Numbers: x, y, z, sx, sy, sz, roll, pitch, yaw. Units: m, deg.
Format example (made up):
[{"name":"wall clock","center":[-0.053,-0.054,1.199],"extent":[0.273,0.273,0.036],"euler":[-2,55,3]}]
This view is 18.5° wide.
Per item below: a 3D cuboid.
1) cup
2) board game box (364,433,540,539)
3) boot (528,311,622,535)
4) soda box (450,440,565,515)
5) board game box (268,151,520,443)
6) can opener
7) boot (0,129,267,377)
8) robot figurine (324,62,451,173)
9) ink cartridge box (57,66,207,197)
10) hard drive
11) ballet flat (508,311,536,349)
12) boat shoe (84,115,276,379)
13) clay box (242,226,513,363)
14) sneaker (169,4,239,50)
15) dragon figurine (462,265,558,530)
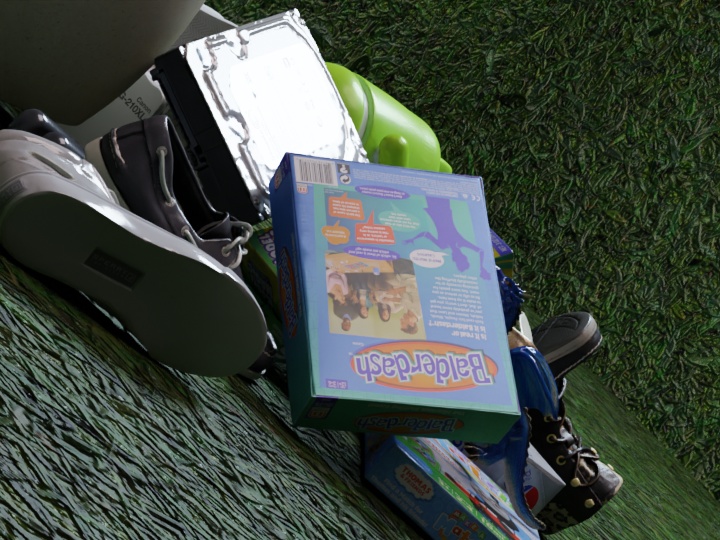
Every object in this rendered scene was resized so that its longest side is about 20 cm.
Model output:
[{"name":"cup","center":[-0.220,-0.188,1.579],"extent":[0.200,0.143,0.200],"euler":[24,8,-3]},{"name":"board game box","center":[0.067,0.165,1.589],"extent":[0.151,0.037,0.200],"euler":[42,5,-5]},{"name":"boot","center":[0.165,0.132,1.861],"extent":[0.151,0.200,0.073],"euler":[48,38,-6]},{"name":"soda box","center":[0.080,0.128,1.784],"extent":[0.063,0.068,0.200],"euler":[38,7,-40]},{"name":"board game box","center":[0.021,0.018,1.522],"extent":[0.152,0.045,0.200],"euler":[7,54,-20]},{"name":"can opener","center":[-0.166,-0.063,1.510],"extent":[0.053,0.067,0.200],"euler":[45,0,30]},{"name":"boot","center":[-0.140,-0.016,1.310],"extent":[0.200,0.074,0.096],"euler":[38,15,-34]},{"name":"robot figurine","center":[-0.011,-0.104,1.891],"extent":[0.175,0.116,0.200],"euler":[26,-4,46]},{"name":"ink cartridge box","center":[-0.174,-0.118,1.778],"extent":[0.145,0.084,0.200],"euler":[46,6,27]},{"name":"hard drive","center":[-0.071,-0.114,1.637],"extent":[0.140,0.038,0.200],"euler":[65,28,-2]},{"name":"ballet flat","center":[0.104,0.050,1.818],"extent":[0.200,0.065,0.071],"euler":[-119,-175,-66]},{"name":"boat shoe","center":[-0.103,-0.015,1.451],"extent":[0.200,0.063,0.073],"euler":[56,10,-21]},{"name":"clay box","center":[0.000,0.000,1.648],"extent":[0.115,0.200,0.048],"euler":[48,-35,46]},{"name":"sneaker","center":[-0.108,-0.168,1.800],"extent":[0.200,0.074,0.116],"euler":[45,9,18]},{"name":"dragon figurine","center":[0.112,0.090,1.601],"extent":[0.200,0.099,0.059],"euler":[60,7,0]}]
